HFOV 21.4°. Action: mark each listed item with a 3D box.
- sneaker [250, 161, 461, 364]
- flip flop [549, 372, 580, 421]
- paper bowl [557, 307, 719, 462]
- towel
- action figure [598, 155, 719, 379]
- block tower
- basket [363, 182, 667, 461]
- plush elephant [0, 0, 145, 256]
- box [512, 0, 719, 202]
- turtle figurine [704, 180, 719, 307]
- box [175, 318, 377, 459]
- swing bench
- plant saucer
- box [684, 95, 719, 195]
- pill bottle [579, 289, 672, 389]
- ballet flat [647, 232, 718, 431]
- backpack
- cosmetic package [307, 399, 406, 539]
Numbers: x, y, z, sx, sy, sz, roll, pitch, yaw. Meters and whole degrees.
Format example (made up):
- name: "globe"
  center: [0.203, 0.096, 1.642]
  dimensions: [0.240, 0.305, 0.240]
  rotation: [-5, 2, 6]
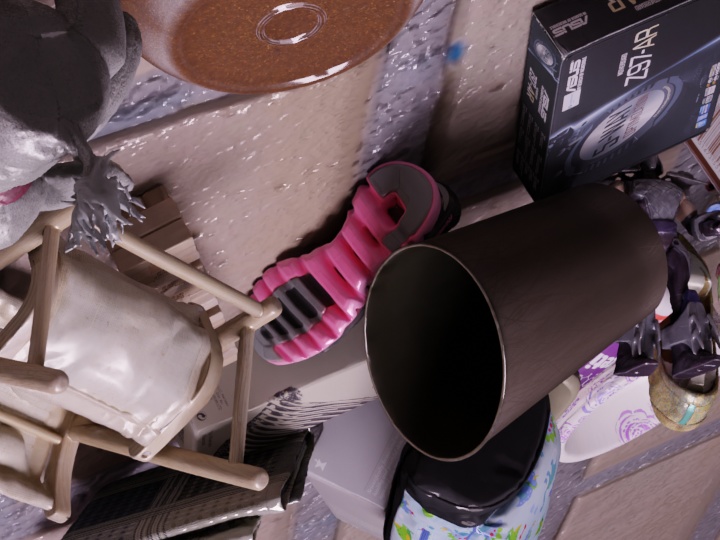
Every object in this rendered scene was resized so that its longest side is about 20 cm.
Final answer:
- name: "sneaker"
  center: [0.000, 0.000, 1.424]
  dimensions: [0.200, 0.079, 0.095]
  rotation: [-41, 163, 22]
- name: "flip flop"
  center: [0.127, 0.140, 1.585]
  dimensions: [0.080, 0.058, 0.200]
  rotation: [18, 142, -9]
- name: "paper bowl"
  center: [0.238, 0.081, 1.756]
  dimensions: [0.199, 0.105, 0.201]
  rotation: [-25, 156, -12]
- name: "towel"
  center: [-0.132, 0.183, 1.474]
  dimensions: [0.198, 0.035, 0.193]
  rotation: [-17, -171, 9]
- name: "action figure"
  center: [0.237, -0.016, 1.508]
  dimensions: [0.129, 0.202, 0.069]
  rotation: [1, 162, -15]
- name: "block tower"
  center: [-0.131, 0.015, 1.321]
  dimensions: [0.057, 0.054, 0.200]
  rotation: [-26, 154, -8]
- name: "basket"
  center: [0.120, 0.023, 1.389]
  dimensions: [0.199, 0.136, 0.181]
  rotation: [-26, 144, -37]
- name: "plush elephant"
  center: [-0.195, -0.078, 0.995]
  dimensions: [0.164, 0.201, 0.155]
  rotation: [-16, 169, -42]
- name: "box"
  center: [0.196, -0.144, 1.400]
  dimensions: [0.159, 0.044, 0.201]
  rotation: [-24, 153, -14]
- name: "turtle figurine"
  center: [0.378, -0.006, 1.665]
  dimensions: [0.194, 0.199, 0.145]
  rotation: [-49, 160, -76]
- name: "box"
  center: [-0.055, 0.082, 1.498]
  dimensions: [0.199, 0.069, 0.082]
  rotation: [-22, 153, -17]
- name: "swing bench"
  center: [-0.188, 0.062, 1.200]
  dimensions: [0.199, 0.131, 0.199]
  rotation: [-13, 152, 34]
- name: "plant saucer"
  center: [-0.043, -0.154, 1.091]
  dimensions: [0.199, 0.037, 0.201]
  rotation: [-13, 156, -6]
- name: "box"
  center: [0.367, -0.112, 1.572]
  dimensions: [0.199, 0.101, 0.075]
  rotation: [-9, 147, -35]
- name: "pill bottle"
  center: [0.169, 0.044, 1.617]
  dimensions: [0.200, 0.113, 0.112]
  rotation: [-43, 151, 23]
- name: "ballet flat"
  center: [0.277, 0.038, 1.631]
  dimensions: [0.070, 0.202, 0.071]
  rotation: [2, 150, 1]
- name: "backpack"
  center: [0.085, 0.178, 1.497]
  dimensions: [0.164, 0.153, 0.200]
  rotation: [-59, -178, -39]
- name: "cosmetic package"
  center: [0.020, 0.164, 1.635]
  dimensions: [0.107, 0.090, 0.200]
  rotation: [-63, 168, -12]
